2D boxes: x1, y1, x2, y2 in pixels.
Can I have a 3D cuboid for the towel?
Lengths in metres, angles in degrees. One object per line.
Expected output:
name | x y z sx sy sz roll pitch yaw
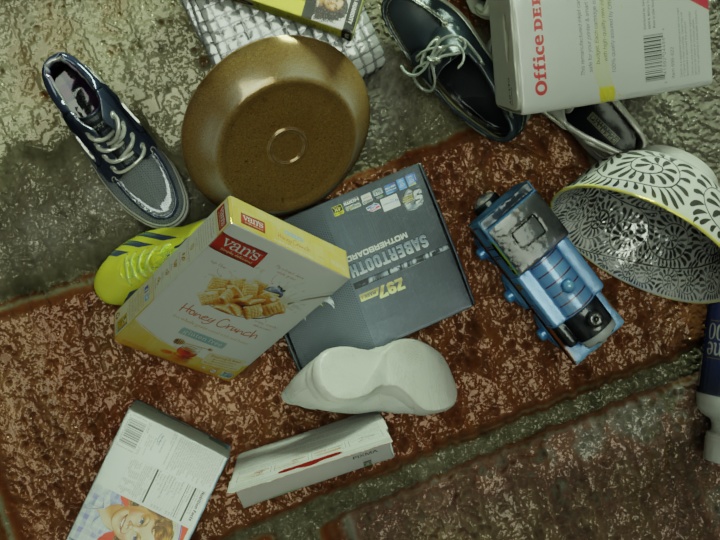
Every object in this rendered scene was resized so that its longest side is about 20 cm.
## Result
towel | -0.086 -0.260 1.114 0.164 0.086 0.203 -27 94 -2

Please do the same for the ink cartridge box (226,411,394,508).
ink cartridge box | -0.044 0.190 1.057 0.158 0.200 0.051 -18 93 -3

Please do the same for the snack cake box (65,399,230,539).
snack cake box | -0.224 0.250 1.112 0.114 0.067 0.203 26 89 -5

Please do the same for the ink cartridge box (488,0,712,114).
ink cartridge box | 0.226 -0.239 1.054 0.196 0.083 0.148 -9 104 -9

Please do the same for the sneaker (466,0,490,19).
sneaker | 0.159 -0.275 1.115 0.198 0.078 0.100 30 48 4

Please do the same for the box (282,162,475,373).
box | 0.000 0.000 1.134 0.197 0.051 0.160 -22 92 -2

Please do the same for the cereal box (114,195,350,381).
cereal box | -0.124 0.024 1.047 0.142 0.040 0.200 23 131 -34

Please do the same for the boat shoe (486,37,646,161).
boat shoe | 0.215 -0.182 1.141 0.200 0.066 0.072 44 88 -3

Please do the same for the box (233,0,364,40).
box | -0.090 -0.287 1.044 0.197 0.050 0.077 19 92 -3

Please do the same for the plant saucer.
plant saucer | -0.076 -0.129 1.077 0.197 0.036 0.203 -13 128 -17

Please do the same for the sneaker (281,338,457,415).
sneaker | 0.009 0.115 1.112 0.198 0.088 0.077 9 62 -40

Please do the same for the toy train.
toy train | 0.187 0.003 1.115 0.086 0.114 0.201 -38 92 -2

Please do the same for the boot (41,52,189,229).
boot | -0.248 -0.125 1.097 0.073 0.090 0.201 -40 93 -3

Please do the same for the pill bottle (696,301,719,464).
pill bottle | 0.407 0.100 1.132 0.109 0.111 0.204 7 90 -4

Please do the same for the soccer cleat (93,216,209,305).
soccer cleat | -0.189 -0.011 1.087 0.197 0.084 0.066 -17 96 18

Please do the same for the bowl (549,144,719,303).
bowl | 0.297 -0.061 1.094 0.199 0.201 0.095 32 73 -3

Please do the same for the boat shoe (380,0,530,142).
boat shoe | 0.092 -0.210 1.125 0.075 0.062 0.201 -39 94 32
